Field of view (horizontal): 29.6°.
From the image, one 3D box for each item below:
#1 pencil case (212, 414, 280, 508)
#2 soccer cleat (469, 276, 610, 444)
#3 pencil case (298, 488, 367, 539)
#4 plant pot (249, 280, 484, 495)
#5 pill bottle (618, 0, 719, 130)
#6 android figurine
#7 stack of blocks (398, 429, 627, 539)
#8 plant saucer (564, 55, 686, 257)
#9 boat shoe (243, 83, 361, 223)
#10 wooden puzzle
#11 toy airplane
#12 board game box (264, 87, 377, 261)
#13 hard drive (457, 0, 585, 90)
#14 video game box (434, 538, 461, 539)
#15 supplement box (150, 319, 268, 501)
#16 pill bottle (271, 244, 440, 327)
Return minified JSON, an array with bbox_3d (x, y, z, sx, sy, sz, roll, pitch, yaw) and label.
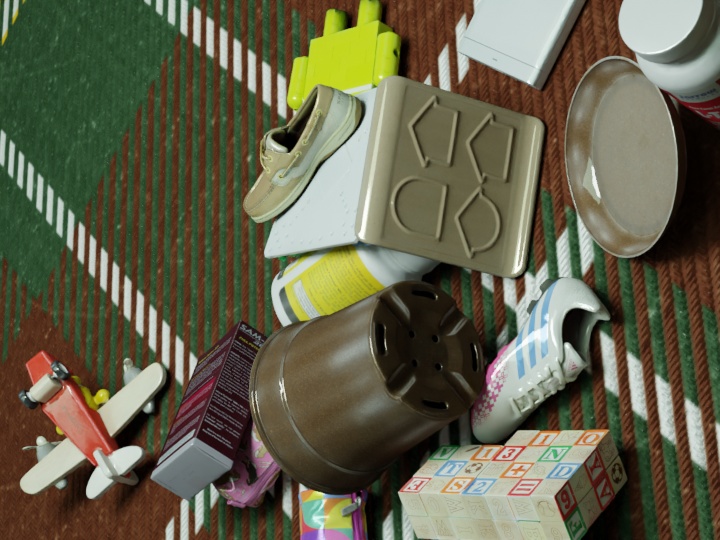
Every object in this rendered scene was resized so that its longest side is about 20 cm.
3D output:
[{"bbox_3d":[-0.100,0.197,1.643,0.083,0.086,0.200,42,110,6],"label":"pencil case"},{"bbox_3d":[0.184,0.102,1.405,0.086,0.070,0.201,38,103,47],"label":"soccer cleat"},{"bbox_3d":[-0.026,0.335,1.526,0.088,0.088,0.202,-19,66,38],"label":"pencil case"},{"bbox_3d":[0.015,0.116,1.445,0.198,0.199,0.202,-32,55,48],"label":"plant pot"},{"bbox_3d":[0.328,-0.206,1.274,0.112,0.199,0.113,-15,66,38],"label":"pill bottle"},{"bbox_3d":[-0.021,-0.244,1.732,0.181,0.041,0.202,-5,70,43],"label":"android figurine"},{"bbox_3d":[0.151,0.216,1.365,0.199,0.115,0.059,-7,113,43],"label":"stack of blocks"},{"bbox_3d":[0.270,-0.115,1.370,0.200,0.032,0.202,173,90,-69],"label":"plant saucer"},{"bbox_3d":[-0.083,-0.141,1.594,0.200,0.066,0.074,-48,32,23],"label":"boat shoe"},{"bbox_3d":[0.096,-0.099,1.490,0.046,0.198,0.187,162,119,-69],"label":"wooden puzzle"},{"bbox_3d":[-0.367,0.215,1.871,0.198,0.141,0.201,4,90,7],"label":"toy airplane"},{"bbox_3d":[-0.022,-0.110,1.568,0.199,0.026,0.202,-9,59,55],"label":"board game box"},{"bbox_3d":[0.202,-0.320,1.556,0.132,0.027,0.201,34,100,44],"label":"hard drive"},{"bbox_3d":[0.161,0.357,1.333,0.199,0.047,0.184,-6,88,43],"label":"video game box"},{"bbox_3d":[-0.178,0.170,1.667,0.109,0.061,0.201,-40,24,43],"label":"supplement box"},{"bbox_3d":[0.000,0.000,1.585,0.200,0.114,0.115,-36,54,30],"label":"pill bottle"}]
